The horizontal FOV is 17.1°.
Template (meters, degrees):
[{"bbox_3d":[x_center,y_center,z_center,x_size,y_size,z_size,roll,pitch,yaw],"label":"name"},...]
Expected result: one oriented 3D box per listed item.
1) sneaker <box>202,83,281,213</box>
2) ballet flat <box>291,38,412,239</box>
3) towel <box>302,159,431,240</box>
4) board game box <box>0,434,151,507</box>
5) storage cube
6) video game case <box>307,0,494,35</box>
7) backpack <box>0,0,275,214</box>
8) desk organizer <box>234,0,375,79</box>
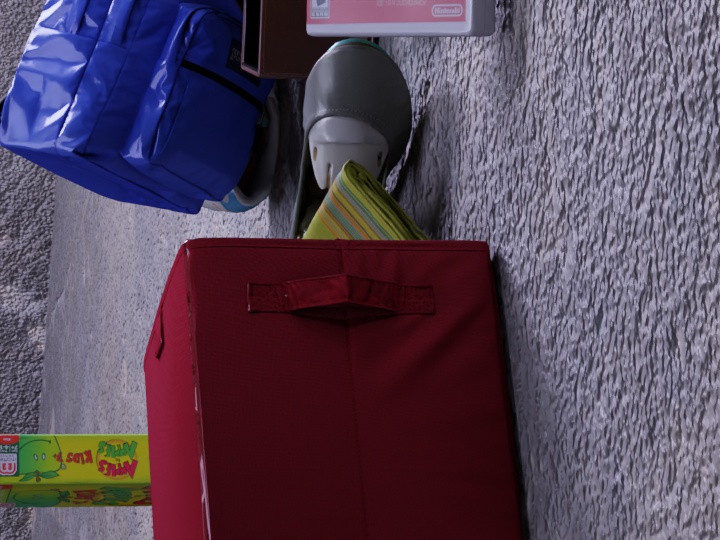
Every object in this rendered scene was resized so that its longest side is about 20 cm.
[{"bbox_3d":[-0.094,-0.145,1.870,0.081,0.076,0.201,-170,77,-65],"label":"sneaker"},{"bbox_3d":[-0.007,-0.060,1.467,0.200,0.067,0.064,100,178,-58],"label":"ballet flat"},{"bbox_3d":[0.000,0.000,1.450,0.086,0.018,0.200,50,159,7],"label":"towel"},{"bbox_3d":[-0.243,0.184,2.186,0.102,0.199,0.048,126,143,-68],"label":"board game box"},{"bbox_3d":[-0.022,0.099,1.293,0.200,0.170,0.180,118,150,-62],"label":"storage cube"},{"bbox_3d":[0.022,-0.228,1.299,0.143,0.017,0.201,7,97,51],"label":"video game case"},{"bbox_3d":[-0.145,-0.156,1.767,0.162,0.167,0.201,31,-107,-58],"label":"backpack"},{"bbox_3d":[-0.048,-0.171,1.635,0.200,0.077,0.072,-144,56,-74],"label":"desk organizer"}]
